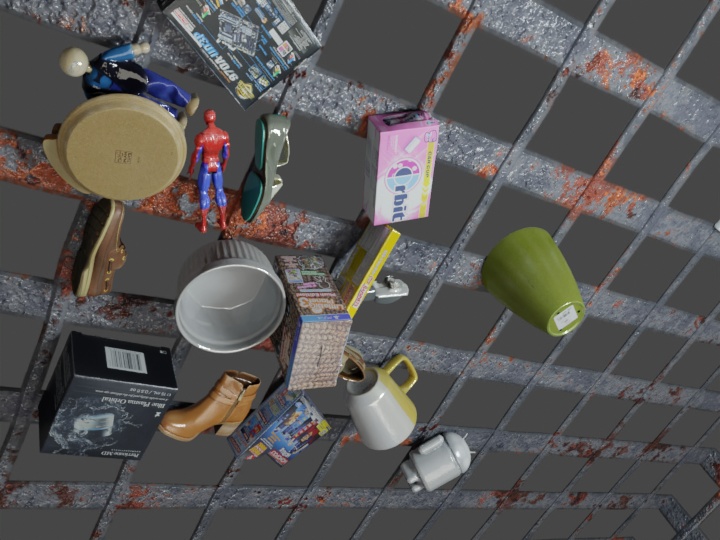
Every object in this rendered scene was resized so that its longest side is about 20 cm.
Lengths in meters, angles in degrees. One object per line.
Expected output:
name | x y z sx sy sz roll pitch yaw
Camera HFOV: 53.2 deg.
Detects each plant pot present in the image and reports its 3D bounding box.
plant pot | 0.389 0.042 1.553 0.184 0.201 0.190 -13 131 -15

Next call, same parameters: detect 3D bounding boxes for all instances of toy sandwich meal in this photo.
toy sandwich meal | -0.360 -0.187 1.074 0.201 0.071 0.207 -11 136 -10

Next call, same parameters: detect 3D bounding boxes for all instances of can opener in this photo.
can opener | 0.008 0.048 1.471 0.197 0.053 0.067 -2 127 -24

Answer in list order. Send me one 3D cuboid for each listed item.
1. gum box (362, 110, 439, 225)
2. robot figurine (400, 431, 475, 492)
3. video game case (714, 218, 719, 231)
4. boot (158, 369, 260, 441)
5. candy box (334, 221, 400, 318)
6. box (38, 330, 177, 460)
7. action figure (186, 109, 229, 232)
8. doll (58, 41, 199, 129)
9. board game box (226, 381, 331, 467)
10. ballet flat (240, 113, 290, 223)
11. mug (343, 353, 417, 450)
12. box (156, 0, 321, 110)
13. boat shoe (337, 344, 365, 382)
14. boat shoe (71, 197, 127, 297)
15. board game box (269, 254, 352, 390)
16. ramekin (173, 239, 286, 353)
gum box | 0.070 -0.190 1.302 0.111 0.066 0.203 -10 129 -17
robot figurine | 0.206 0.500 1.887 0.198 0.113 0.171 -27 129 -4
video game case | 1.016 -0.148 1.835 0.198 0.023 0.183 21 115 -36
boot | -0.311 0.271 1.481 0.198 0.074 0.156 8 124 -45
candy box | 0.000 0.000 1.362 0.026 0.102 0.202 27 96 -29
box | -0.473 0.240 1.344 0.194 0.118 0.201 15 119 -34
action figure | -0.247 -0.165 1.180 0.064 0.052 0.203 -9 124 -27
doll | -0.337 -0.273 1.046 0.198 0.049 0.137 18 128 -36
board game box | -0.186 0.354 1.598 0.198 0.062 0.201 -35 143 -7
ballet flat | -0.155 -0.167 1.212 0.063 0.068 0.203 -6 129 -31
mug | 0.037 0.287 1.644 0.147 0.188 0.154 -10 130 26
box | -0.173 -0.362 1.060 0.158 0.046 0.200 -38 133 6
boat shoe | -0.058 0.185 1.535 0.198 0.072 0.076 26 112 -38
boat shoe | -0.420 -0.038 1.185 0.067 0.072 0.201 6 129 -36
board game box | -0.104 0.094 1.350 0.095 0.201 0.162 -1 126 -23
ramekin | -0.240 0.040 1.298 0.196 0.106 0.203 -10 128 -12
